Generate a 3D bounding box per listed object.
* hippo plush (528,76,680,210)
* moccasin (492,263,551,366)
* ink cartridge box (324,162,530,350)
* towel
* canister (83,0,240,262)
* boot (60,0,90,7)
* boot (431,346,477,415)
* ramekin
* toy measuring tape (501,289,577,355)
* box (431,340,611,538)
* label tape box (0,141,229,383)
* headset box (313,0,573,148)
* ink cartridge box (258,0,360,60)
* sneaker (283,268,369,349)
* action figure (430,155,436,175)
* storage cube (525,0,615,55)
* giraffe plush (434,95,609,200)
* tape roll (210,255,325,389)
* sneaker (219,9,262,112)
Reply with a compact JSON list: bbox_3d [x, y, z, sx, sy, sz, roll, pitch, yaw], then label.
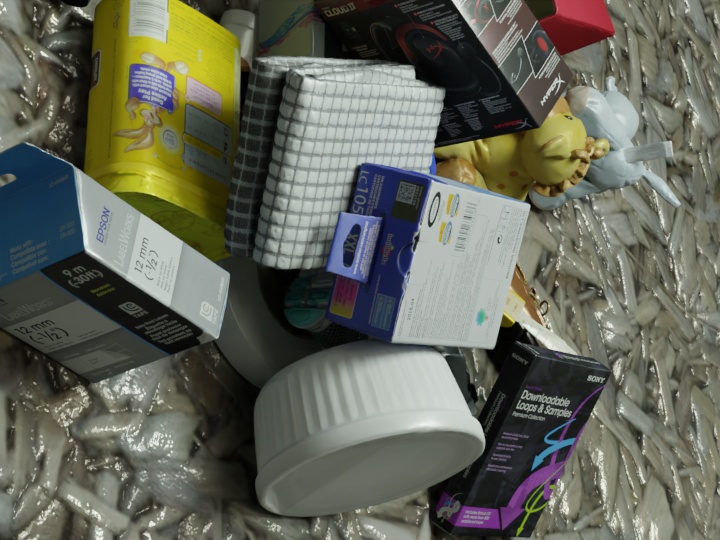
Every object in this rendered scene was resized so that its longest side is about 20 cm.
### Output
[{"bbox_3d":[0.277,-0.176,1.792,0.161,0.199,0.160,-70,150,-51],"label":"hippo plush"},{"bbox_3d":[0.166,0.040,1.642,0.078,0.074,0.202,-32,91,-45],"label":"moccasin"},{"bbox_3d":[0.050,-0.011,1.246,0.200,0.076,0.137,7,98,-57],"label":"ink cartridge box"},{"bbox_3d":[-0.024,-0.093,1.246,0.200,0.085,0.166,-9,114,-53],"label":"towel"},{"bbox_3d":[-0.165,-0.122,1.271,0.148,0.086,0.200,26,54,-44],"label":"canister"},{"bbox_3d":[-0.208,-0.300,1.308,0.165,0.066,0.200,40,42,-23],"label":"boot"},{"bbox_3d":[0.054,0.046,1.451,0.165,0.065,0.201,-34,108,-83],"label":"boot"},{"bbox_3d":[-0.001,0.132,1.285,0.202,0.202,0.094,13,54,-49],"label":"ramekin"},{"bbox_3d":[0.142,0.056,1.576,0.200,0.074,0.074,41,41,-3],"label":"toy measuring tape"},{"bbox_3d":[0.163,0.173,1.504,0.143,0.036,0.200,13,104,-48],"label":"box"},{"bbox_3d":[-0.216,-0.001,1.099,0.200,0.143,0.066,35,48,-38],"label":"label tape box"},{"bbox_3d":[0.066,-0.209,1.303,0.200,0.148,0.075,50,56,-25],"label":"headset box"},{"bbox_3d":[-0.016,-0.199,1.384,0.146,0.083,0.201,6,82,-40],"label":"ink cartridge box"},{"bbox_3d":[0.000,0.000,1.385,0.091,0.077,0.200,53,49,-30],"label":"sneaker"},{"bbox_3d":[0.038,-0.122,1.561,0.065,0.099,0.201,-30,121,-56],"label":"action figure"},{"bbox_3d":[0.156,-0.323,1.687,0.180,0.200,0.171,-3,76,-59],"label":"storage cube"},{"bbox_3d":[0.174,-0.134,1.644,0.200,0.162,0.173,58,38,-16],"label":"giraffe plush"},{"bbox_3d":[-0.068,0.015,1.373,0.203,0.037,0.203,27,54,-44],"label":"tape roll"},{"bbox_3d":[-0.070,-0.163,1.437,0.200,0.073,0.085,32,68,-36],"label":"sneaker"}]
